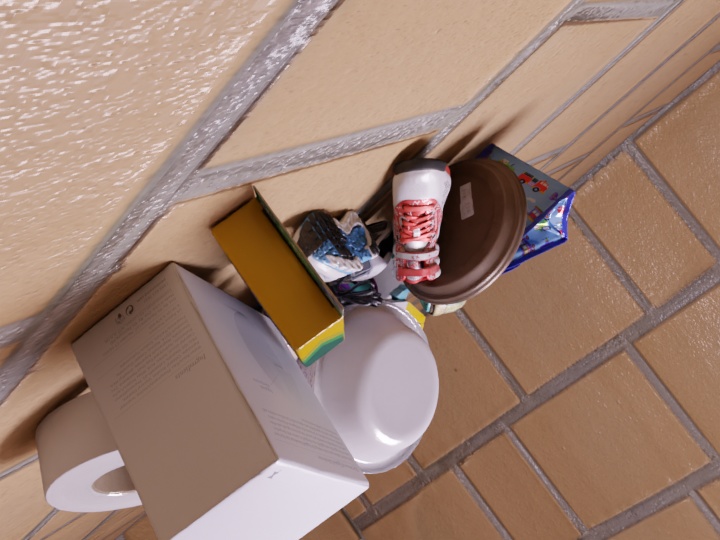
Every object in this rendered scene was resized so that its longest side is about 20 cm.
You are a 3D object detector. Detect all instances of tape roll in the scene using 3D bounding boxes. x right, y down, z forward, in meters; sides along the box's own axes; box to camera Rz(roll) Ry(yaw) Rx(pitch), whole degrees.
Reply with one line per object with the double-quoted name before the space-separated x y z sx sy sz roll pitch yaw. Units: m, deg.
"tape roll" -0.241 0.189 1.011 0.201 0.071 0.203 -16 154 -8

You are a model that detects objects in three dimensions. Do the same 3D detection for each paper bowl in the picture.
"paper bowl" 0.014 0.136 1.109 0.104 0.202 0.200 -3 -160 46

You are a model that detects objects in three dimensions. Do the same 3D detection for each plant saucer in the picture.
"plant saucer" 0.118 -0.055 1.186 0.200 0.201 0.029 -40 134 21

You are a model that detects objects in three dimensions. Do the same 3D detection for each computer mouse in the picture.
"computer mouse" 0.000 0.000 1.133 0.109 0.044 0.200 -17 -159 27

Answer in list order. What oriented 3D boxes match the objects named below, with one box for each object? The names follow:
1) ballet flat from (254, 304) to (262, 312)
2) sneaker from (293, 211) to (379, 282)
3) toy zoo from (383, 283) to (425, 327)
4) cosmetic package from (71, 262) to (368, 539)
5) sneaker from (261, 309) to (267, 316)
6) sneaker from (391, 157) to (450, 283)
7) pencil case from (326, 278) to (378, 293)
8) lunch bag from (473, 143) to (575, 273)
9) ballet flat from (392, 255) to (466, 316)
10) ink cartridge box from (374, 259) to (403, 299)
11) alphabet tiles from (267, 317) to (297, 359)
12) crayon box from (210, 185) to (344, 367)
"ballet flat" -0.135 0.092 1.233 0.200 0.063 0.069 -41 170 23
"sneaker" -0.042 -0.013 1.023 0.086 0.075 0.200 -33 173 14
"toy zoo" 0.032 0.117 1.249 0.131 0.020 0.202 21 86 -60
"cosmetic package" -0.118 0.131 0.831 0.123 0.201 0.199 -38 152 6
"sneaker" -0.184 0.102 1.094 0.198 0.076 0.070 -13 171 -13
"sneaker" 0.069 -0.049 1.086 0.067 0.109 0.202 -1 165 -1
"pencil case" -0.067 0.066 1.314 0.200 0.085 0.092 -43 -175 31
"lunch bag" 0.163 -0.065 1.268 0.199 0.150 0.095 -32 140 -28
"ballet flat" 0.092 -0.005 1.289 0.071 0.071 0.200 -38 -146 6
"ink cartridge box" -0.003 0.040 1.453 0.144 0.085 0.200 -30 171 -45
"alphabet tiles" -0.167 0.104 1.001 0.198 0.015 0.196 -18 150 -4
"crayon box" -0.069 0.013 0.832 0.051 0.126 0.200 -35 172 -7
